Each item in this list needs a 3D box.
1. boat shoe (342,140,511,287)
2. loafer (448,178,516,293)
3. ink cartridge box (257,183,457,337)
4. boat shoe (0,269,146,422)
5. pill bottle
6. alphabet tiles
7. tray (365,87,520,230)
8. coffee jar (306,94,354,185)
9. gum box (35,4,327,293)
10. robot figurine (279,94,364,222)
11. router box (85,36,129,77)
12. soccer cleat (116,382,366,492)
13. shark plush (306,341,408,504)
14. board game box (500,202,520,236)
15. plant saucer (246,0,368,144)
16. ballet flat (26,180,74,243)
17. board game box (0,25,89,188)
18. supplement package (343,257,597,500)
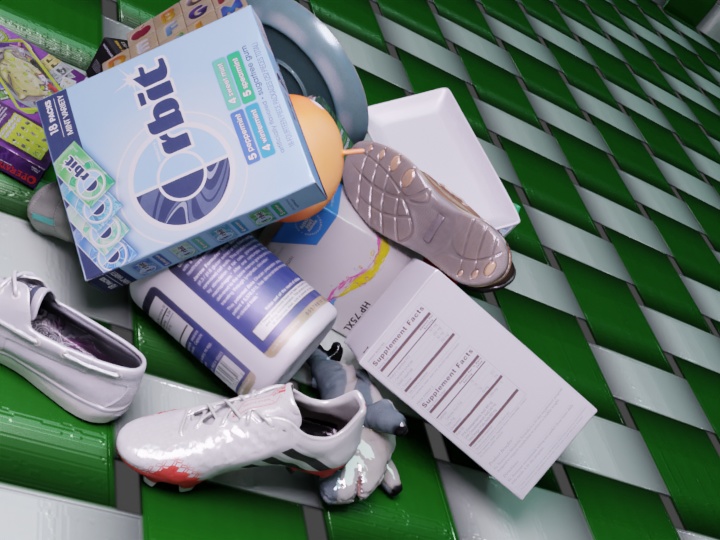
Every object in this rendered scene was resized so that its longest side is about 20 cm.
[{"bbox_3d":[0.063,-0.051,1.081,0.200,0.076,0.072,43,14,21],"label":"boat shoe"},{"bbox_3d":[0.095,-0.061,1.202,0.073,0.072,0.200,-28,62,-16],"label":"loafer"},{"bbox_3d":[0.000,0.000,1.127,0.199,0.116,0.067,29,29,-14],"label":"ink cartridge box"},{"bbox_3d":[-0.250,0.037,0.843,0.200,0.069,0.072,37,29,-1],"label":"boat shoe"},{"bbox_3d":[-0.126,0.013,0.972,0.200,0.111,0.111,41,29,5],"label":"pill bottle"},{"bbox_3d":[-0.180,-0.217,1.111,0.006,0.166,0.200,56,7,-38],"label":"alphabet tiles"},{"bbox_3d":[0.079,-0.106,1.174,0.107,0.022,0.201,-15,55,-13],"label":"tray"},{"bbox_3d":[-0.025,-0.076,1.175,0.200,0.104,0.085,49,25,-21],"label":"coffee jar"},{"bbox_3d":[-0.148,-0.099,0.918,0.045,0.199,0.171,51,18,-70],"label":"gum box"},{"bbox_3d":[-0.097,-0.103,1.020,0.144,0.199,0.117,44,59,-48],"label":"robot figurine"},{"bbox_3d":[-0.182,-0.163,1.224,0.157,0.052,0.200,-4,50,-51],"label":"router box"},{"bbox_3d":[-0.087,0.121,0.870,0.199,0.085,0.069,5,41,-27],"label":"soccer cleat"},{"bbox_3d":[-0.024,0.115,0.994,0.083,0.091,0.201,-12,54,-16],"label":"shark plush"},{"bbox_3d":[0.088,-0.091,1.353,0.199,0.026,0.200,23,15,11],"label":"board game box"},{"bbox_3d":[-0.074,-0.203,1.207,0.200,0.200,0.027,43,63,10],"label":"plant saucer"},{"bbox_3d":[-0.234,-0.078,1.039,0.063,0.068,0.200,11,21,16],"label":"ballet flat"},{"bbox_3d":[-0.330,-0.162,1.082,0.120,0.032,0.200,34,28,-15],"label":"board game box"},{"bbox_3d":[0.098,0.096,1.045,0.200,0.110,0.114,41,0,-11],"label":"supplement package"}]
